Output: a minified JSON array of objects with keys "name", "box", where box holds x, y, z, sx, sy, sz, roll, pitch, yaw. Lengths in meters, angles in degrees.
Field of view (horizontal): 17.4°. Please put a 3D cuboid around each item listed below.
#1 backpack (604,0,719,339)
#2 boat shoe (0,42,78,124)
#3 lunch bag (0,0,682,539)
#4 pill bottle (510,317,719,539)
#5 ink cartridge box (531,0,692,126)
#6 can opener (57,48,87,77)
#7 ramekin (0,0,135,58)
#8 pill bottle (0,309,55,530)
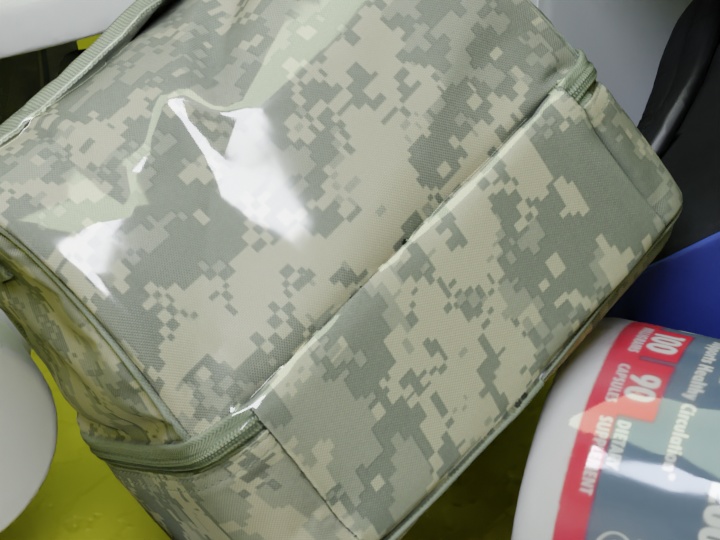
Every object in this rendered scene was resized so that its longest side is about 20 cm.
[{"name":"backpack","box":[0.185,-0.036,0.859,0.162,0.168,0.200,-24,33,46]},{"name":"boat shoe","box":[-0.161,-0.068,1.053,0.071,0.070,0.201,-2,34,-11]},{"name":"lunch bag","box":[-0.021,-0.022,0.749,0.200,0.168,0.139,-44,17,-17]},{"name":"pill bottle","box":[0.157,0.092,0.750,0.199,0.120,0.120,12,33,18]},{"name":"ink cartridge box","box":[0.048,-0.084,0.993,0.144,0.085,0.200,-7,11,-43]},{"name":"can opener","box":[-0.093,-0.076,1.031,0.066,0.053,0.200,-2,8,11]},{"name":"ramekin","box":[-0.120,-0.157,0.968,0.199,0.105,0.200,-15,12,3]},{"name":"pill bottle","box":[-0.188,0.014,0.854,0.119,0.120,0.200,-15,34,-24]}]
